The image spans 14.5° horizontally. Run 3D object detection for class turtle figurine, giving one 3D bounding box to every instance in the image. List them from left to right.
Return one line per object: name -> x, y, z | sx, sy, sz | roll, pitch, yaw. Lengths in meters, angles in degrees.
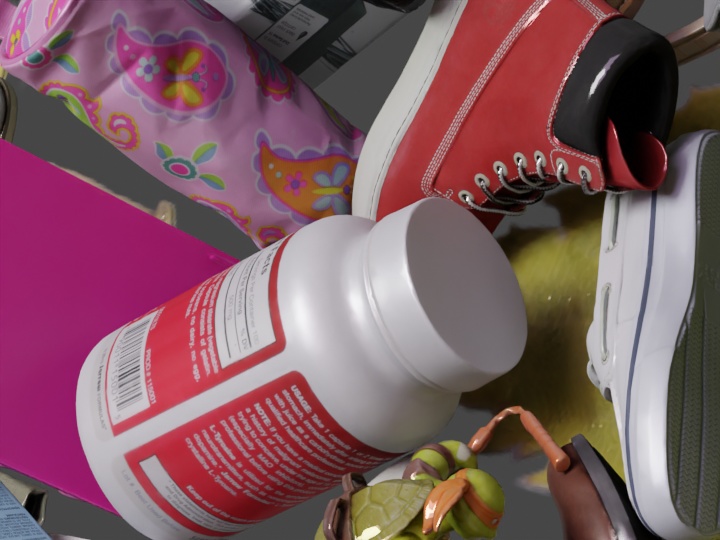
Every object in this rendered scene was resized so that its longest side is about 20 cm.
turtle figurine -> 0.000, 0.124, 1.169 | 0.161, 0.065, 0.200 | -31, 21, 23

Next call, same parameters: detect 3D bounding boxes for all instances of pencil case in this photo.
pencil case -> -0.085, -0.084, 1.382 | 0.087, 0.200, 0.088 | -39, 30, 28

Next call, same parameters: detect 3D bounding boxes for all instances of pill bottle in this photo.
pill bottle -> -0.026, 0.044, 1.293 | 0.199, 0.112, 0.113 | -27, 52, 34

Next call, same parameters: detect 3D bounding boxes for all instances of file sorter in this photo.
file sorter -> -0.181, 0.023, 1.401 | 0.125, 0.199, 0.140 | 4, 70, 58

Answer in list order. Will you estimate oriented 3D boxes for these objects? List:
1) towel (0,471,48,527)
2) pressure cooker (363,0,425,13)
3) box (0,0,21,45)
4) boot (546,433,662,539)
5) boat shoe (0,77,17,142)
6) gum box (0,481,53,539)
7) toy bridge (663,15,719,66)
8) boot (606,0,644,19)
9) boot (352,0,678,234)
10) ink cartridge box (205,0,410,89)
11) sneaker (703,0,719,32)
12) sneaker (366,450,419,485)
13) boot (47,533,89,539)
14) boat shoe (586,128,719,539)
towel -> -0.260, 0.189, 1.517 | 0.199, 0.034, 0.194 | 11, 72, 46
pressure cooker -> -0.004, -0.239, 1.294 | 0.201, 0.178, 0.176 | -64, 22, 5
box -> -0.163, -0.220, 1.407 | 0.200, 0.198, 0.123 | -51, 47, 9
boot -> 0.046, 0.183, 1.202 | 0.199, 0.068, 0.189 | -23, 66, 14
boat shoe -> -0.276, -0.038, 1.620 | 0.200, 0.068, 0.075 | -51, 45, 8
gum box -> -0.167, 0.220, 1.339 | 0.200, 0.044, 0.171 | 42, 118, 35
toy bridge -> 0.164, -0.141, 1.321 | 0.200, 0.027, 0.067 | -48, 45, 12
boot -> 0.085, -0.181, 1.356 | 0.073, 0.075, 0.201 | -36, 40, 21
boot -> 0.072, -0.040, 1.281 | 0.144, 0.072, 0.201 | 48, 128, 42
ink cartridge box -> -0.036, -0.182, 1.478 | 0.200, 0.083, 0.147 | -37, 49, 20
sneaker -> 0.237, -0.121, 1.230 | 0.199, 0.075, 0.116 | 8, 92, 36
sneaker -> 0.006, 0.180, 1.264 | 0.084, 0.075, 0.201 | 27, 84, 28
boot -> -0.097, 0.180, 1.345 | 0.199, 0.072, 0.091 | -3, 71, 56
boat shoe -> 0.133, 0.034, 1.232 | 0.067, 0.073, 0.201 | -21, 43, 39
